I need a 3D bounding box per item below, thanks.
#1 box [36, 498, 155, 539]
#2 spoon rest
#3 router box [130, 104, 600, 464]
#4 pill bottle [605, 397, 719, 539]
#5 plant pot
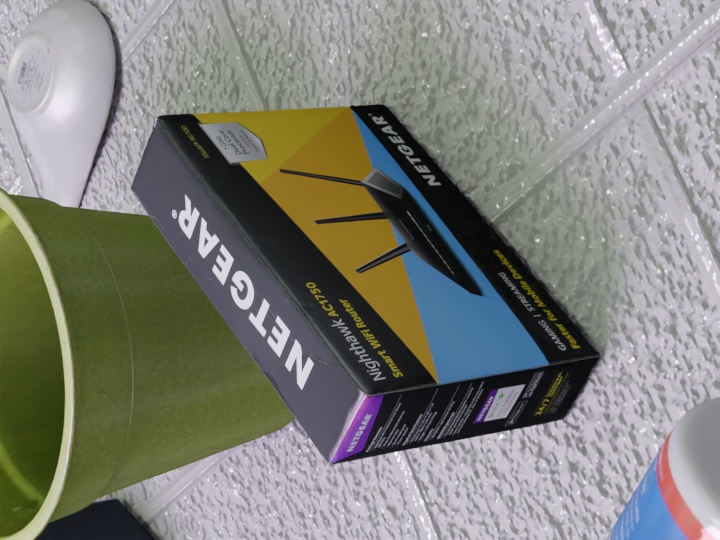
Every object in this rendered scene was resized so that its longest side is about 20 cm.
[{"bbox_3d":[-0.158,0.262,1.277,0.200,0.107,0.149,40,125,39],"label":"box"},{"bbox_3d":[-0.205,-0.078,1.341,0.099,0.061,0.200,30,104,43],"label":"spoon rest"},{"bbox_3d":[0.000,0.000,1.015,0.200,0.149,0.051,51,131,33],"label":"router box"},{"bbox_3d":[0.143,0.161,0.891,0.112,0.112,0.200,50,131,34],"label":"pill bottle"},{"bbox_3d":[-0.133,0.042,1.151,0.200,0.190,0.201,9,102,49],"label":"plant pot"}]
